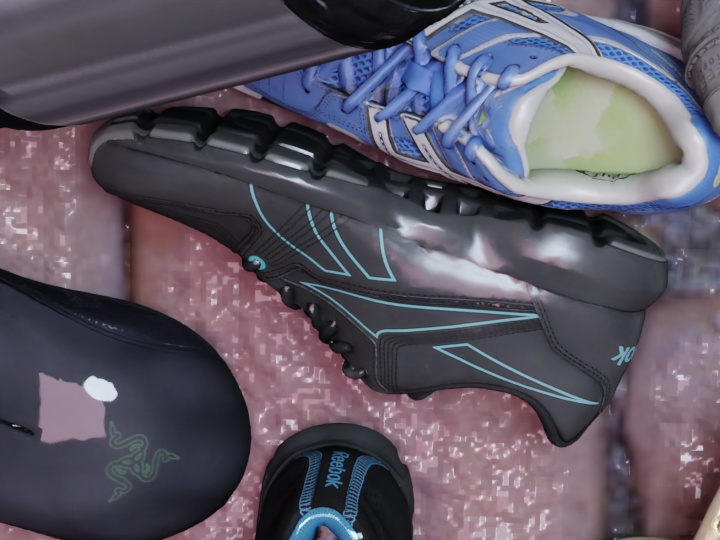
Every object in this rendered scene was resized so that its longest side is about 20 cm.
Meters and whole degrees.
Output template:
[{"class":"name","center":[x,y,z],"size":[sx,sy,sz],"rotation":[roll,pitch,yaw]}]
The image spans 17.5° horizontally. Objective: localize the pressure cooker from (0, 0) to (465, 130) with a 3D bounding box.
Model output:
[{"class":"pressure cooker","center":[-0.078,-0.130,0.694],"size":[0.200,0.176,0.179],"rotation":[-11,74,31]}]

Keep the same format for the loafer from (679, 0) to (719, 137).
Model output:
[{"class":"loafer","center":[0.201,-0.064,0.744],"size":[0.200,0.070,0.070],"rotation":[-1,61,-4]}]

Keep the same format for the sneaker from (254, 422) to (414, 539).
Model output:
[{"class":"sneaker","center":[-0.016,0.158,0.815],"size":[0.073,0.082,0.200],"rotation":[-1,102,3]}]

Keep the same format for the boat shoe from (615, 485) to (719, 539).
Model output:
[{"class":"boat shoe","center":[0.115,0.113,0.806],"size":[0.069,0.074,0.200],"rotation":[35,101,10]}]

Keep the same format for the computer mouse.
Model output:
[{"class":"computer mouse","center":[-0.138,0.047,0.820],"size":[0.200,0.053,0.139],"rotation":[14,101,2]}]

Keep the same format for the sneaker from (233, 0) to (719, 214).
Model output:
[{"class":"sneaker","center":[0.034,-0.068,0.770],"size":[0.200,0.077,0.076],"rotation":[14,103,4]}]

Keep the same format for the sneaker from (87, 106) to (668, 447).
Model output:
[{"class":"sneaker","center":[0.000,0.000,0.788],"size":[0.200,0.075,0.079],"rotation":[17,104,2]}]
